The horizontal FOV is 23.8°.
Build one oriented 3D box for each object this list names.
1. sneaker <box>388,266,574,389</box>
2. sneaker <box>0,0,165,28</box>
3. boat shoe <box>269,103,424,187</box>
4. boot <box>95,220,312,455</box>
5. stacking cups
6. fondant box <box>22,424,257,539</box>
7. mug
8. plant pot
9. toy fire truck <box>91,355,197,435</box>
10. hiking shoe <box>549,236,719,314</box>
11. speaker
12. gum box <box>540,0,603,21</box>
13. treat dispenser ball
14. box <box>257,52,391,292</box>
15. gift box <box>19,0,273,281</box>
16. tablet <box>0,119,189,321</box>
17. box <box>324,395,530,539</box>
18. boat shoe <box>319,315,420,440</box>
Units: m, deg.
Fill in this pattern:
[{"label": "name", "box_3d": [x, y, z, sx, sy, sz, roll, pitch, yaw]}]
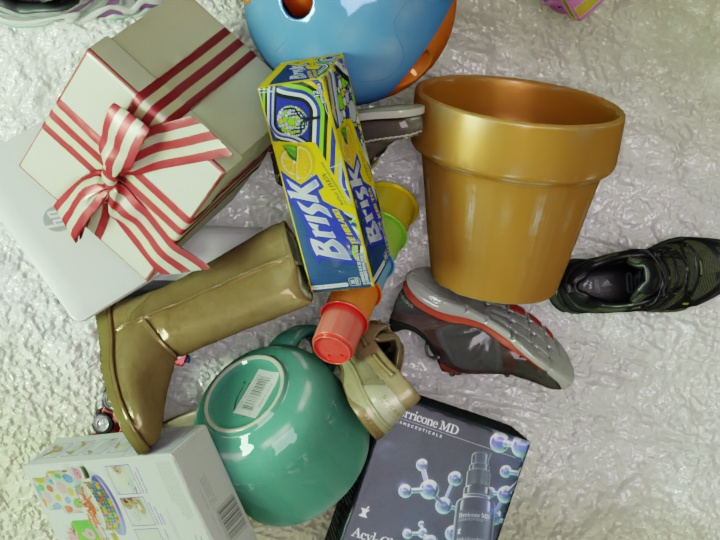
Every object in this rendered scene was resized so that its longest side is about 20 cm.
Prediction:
[{"label": "sneaker", "box_3d": [0.117, 0.072, 1.696, 0.199, 0.077, 0.082, 30, 117, -6]}, {"label": "sneaker", "box_3d": [-0.256, -0.270, 1.588, 0.199, 0.140, 0.078, -15, 95, -4]}, {"label": "boat shoe", "box_3d": [-0.013, -0.118, 1.609, 0.072, 0.199, 0.060, -10, 93, -46]}, {"label": "boot", "box_3d": [-0.137, 0.056, 1.543, 0.199, 0.066, 0.176, -23, 53, 5]}, {"label": "stacking cups", "box_3d": [0.000, 0.000, 1.612, 0.060, 0.061, 0.201, 31, 46, -7]}, {"label": "fondant box", "box_3d": [-0.204, 0.225, 1.594, 0.199, 0.058, 0.145, -9, 112, 36]}, {"label": "mug", "box_3d": [-0.085, 0.137, 1.619, 0.151, 0.186, 0.115, -30, 132, 9]}, {"label": "plant pot", "box_3d": [0.140, -0.074, 1.627, 0.199, 0.200, 0.185, 5, 108, -6]}, {"label": "toy fire truck", "box_3d": [-0.188, 0.151, 1.667, 0.140, 0.049, 0.201, 21, 90, -7]}, {"label": "hiking shoe", "box_3d": [0.289, 0.012, 1.682, 0.198, 0.101, 0.076, -11, 95, -5]}, {"label": "speaker", "box_3d": [-0.190, -0.005, 1.643, 0.198, 0.081, 0.082, 1, 93, -7]}, {"label": "gum box", "box_3d": [0.236, -0.347, 1.645, 0.200, 0.066, 0.114, -44, 136, -3]}, {"label": "treat dispenser ball", "box_3d": [-0.010, -0.255, 1.585, 0.199, 0.201, 0.203, 0, 93, -6]}, {"label": "box", "box_3d": [-0.030, -0.085, 1.522, 0.064, 0.070, 0.201, -6, 114, 20]}, {"label": "gift box", "box_3d": [-0.170, -0.115, 1.543, 0.200, 0.187, 0.185, 38, 130, 5]}, {"label": "tablet", "box_3d": [-0.267, -0.056, 1.608, 0.130, 0.014, 0.200, -32, 70, -20]}, {"label": "box", "box_3d": [0.059, 0.230, 1.669, 0.147, 0.107, 0.201, 18, 91, -6]}, {"label": "boat shoe", "box_3d": [0.013, 0.083, 1.613, 0.064, 0.200, 0.071, -36, 122, 7]}]
